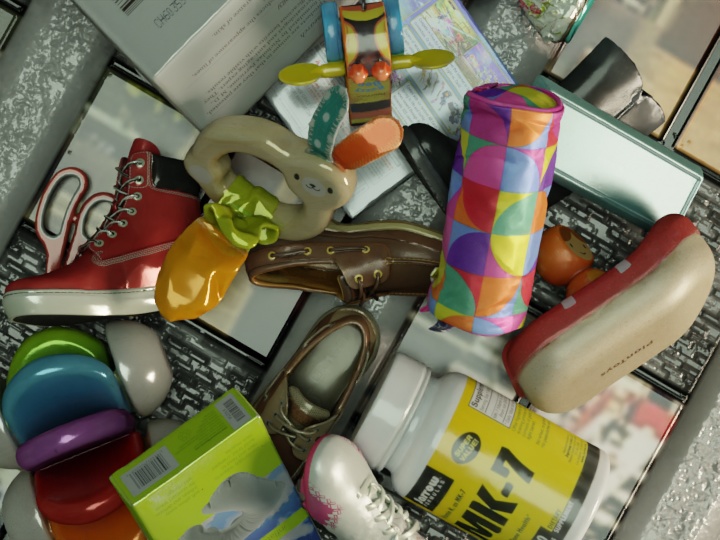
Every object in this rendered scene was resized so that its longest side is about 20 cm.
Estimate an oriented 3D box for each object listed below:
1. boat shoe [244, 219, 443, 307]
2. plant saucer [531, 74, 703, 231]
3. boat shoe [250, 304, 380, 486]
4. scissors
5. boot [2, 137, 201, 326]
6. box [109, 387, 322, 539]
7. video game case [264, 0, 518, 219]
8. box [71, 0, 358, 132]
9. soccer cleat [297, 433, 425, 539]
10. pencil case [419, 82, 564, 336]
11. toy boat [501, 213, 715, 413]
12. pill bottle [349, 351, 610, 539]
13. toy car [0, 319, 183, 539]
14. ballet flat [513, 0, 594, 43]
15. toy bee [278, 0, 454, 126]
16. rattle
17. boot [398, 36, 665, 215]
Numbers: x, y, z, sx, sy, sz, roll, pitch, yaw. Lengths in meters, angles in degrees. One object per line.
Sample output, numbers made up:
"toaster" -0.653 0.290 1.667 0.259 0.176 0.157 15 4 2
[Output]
"boat shoe" 0.000 0.000 1.340 0.197 0.072 0.068 9 54 4
"plant saucer" 0.205 -0.088 1.326 0.199 0.019 0.070 24 97 -33
"boat shoe" -0.053 0.116 1.348 0.075 0.072 0.201 29 90 -1
"scissors" -0.265 0.012 1.375 0.072 0.014 0.202 23 92 -8
"boot" -0.209 -0.032 1.310 0.199 0.072 0.146 -8 90 -43
"box" -0.107 0.200 1.289 0.121 0.048 0.201 -35 134 -13
"video game case" 0.008 -0.177 1.362 0.180 0.045 0.201 -35 91 1
"box" -0.129 -0.251 1.286 0.200 0.131 0.199 -45 66 -1
"soccer cleat" 0.011 0.198 1.298 0.085 0.201 0.070 12 58 24
"pencil case" 0.101 -0.046 1.253 0.087 0.089 0.202 11 110 -1
"toy boat" 0.192 0.017 1.337 0.199 0.131 0.131 -34 67 -1
"pill bottle" 0.095 0.156 1.330 0.198 0.114 0.115 28 90 0
"toy car" -0.225 0.144 1.304 0.173 0.150 0.202 -21 93 -1
"ballet flat" 0.200 -0.284 1.353 0.064 0.076 0.201 35 87 7
"toy bee" -0.004 -0.168 1.235 0.130 0.200 0.110 -19 51 16
"rattle" -0.071 -0.049 1.221 0.143 0.199 0.131 -43 116 -37
"boot" 0.140 -0.118 1.323 0.199 0.165 0.066 -37 46 3
